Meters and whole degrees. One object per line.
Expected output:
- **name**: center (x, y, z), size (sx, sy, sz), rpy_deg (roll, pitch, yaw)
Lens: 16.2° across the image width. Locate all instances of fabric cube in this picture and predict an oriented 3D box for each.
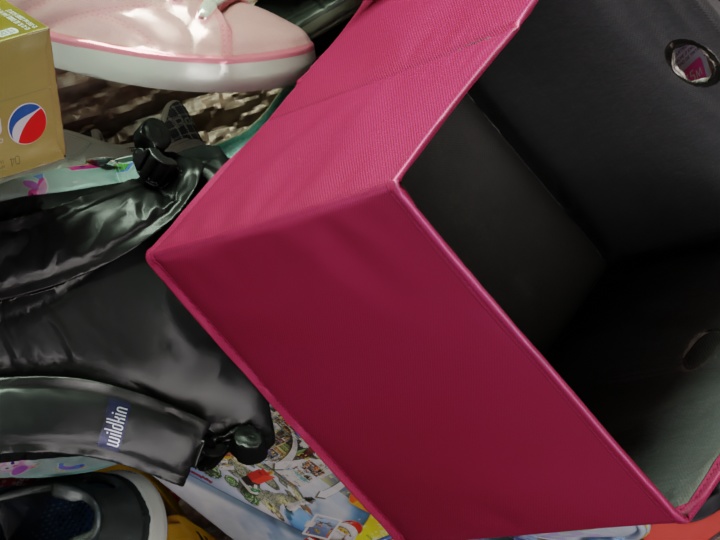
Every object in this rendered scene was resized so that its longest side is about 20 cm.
- **fabric cube**: center (0.069, -0.017, 1.116), size (0.196, 0.199, 0.200), rpy_deg (48, 60, -17)

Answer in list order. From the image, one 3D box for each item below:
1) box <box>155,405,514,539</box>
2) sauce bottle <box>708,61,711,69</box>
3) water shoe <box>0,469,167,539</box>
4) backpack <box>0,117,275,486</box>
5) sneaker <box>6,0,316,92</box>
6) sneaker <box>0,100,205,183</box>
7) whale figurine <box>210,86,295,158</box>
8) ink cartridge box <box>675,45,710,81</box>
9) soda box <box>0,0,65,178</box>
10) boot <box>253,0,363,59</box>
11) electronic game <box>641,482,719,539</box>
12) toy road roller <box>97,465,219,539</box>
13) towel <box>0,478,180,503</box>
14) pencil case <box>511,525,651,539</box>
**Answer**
- **box**: center (-0.018, 0.099, 1.318), size (0.136, 0.038, 0.200), rpy_deg (-24, 134, 25)
- **sauce bottle**: center (0.192, -0.078, 1.378), size (0.064, 0.065, 0.201), rpy_deg (-2, 113, -16)
- **water shoe**: center (-0.190, 0.136, 1.238), size (0.199, 0.072, 0.079), rpy_deg (-22, 161, 28)
- **backpack**: center (-0.148, 0.031, 1.191), size (0.199, 0.127, 0.168), rpy_deg (-10, 82, -3)
- **sneaker**: center (-0.114, -0.148, 1.213), size (0.199, 0.075, 0.105), rpy_deg (11, 106, 11)
- **sneaker**: center (-0.172, -0.027, 1.291), size (0.199, 0.076, 0.081), rpy_deg (-13, 86, -1)
- **whale figurine**: center (0.000, 0.000, 1.331), size (0.159, 0.104, 0.200), rpy_deg (-35, 117, 2)
- **ink cartridge box**: center (0.093, -0.149, 1.192), size (0.042, 0.119, 0.201), rpy_deg (-39, 124, -32)
- **soda box**: center (-0.210, -0.101, 1.159), size (0.068, 0.200, 0.064), rpy_deg (-19, 120, -27)
- **boot**: center (0.048, -0.110, 1.307), size (0.203, 0.073, 0.154), rpy_deg (-31, 119, -11)
- **electronic game**: center (0.212, 0.077, 1.422), size (0.200, 0.042, 0.201), rpy_deg (-36, 145, -31)
- **toy road roller**: center (-0.109, 0.180, 1.346), size (0.123, 0.146, 0.200), rpy_deg (-33, 160, 2)
- **towel**: center (-0.170, 0.092, 1.337), size (0.199, 0.022, 0.145), rpy_deg (15, 112, -41)
- **pencil case**: center (0.121, 0.043, 1.322), size (0.090, 0.083, 0.201), rpy_deg (20, 66, -30)
